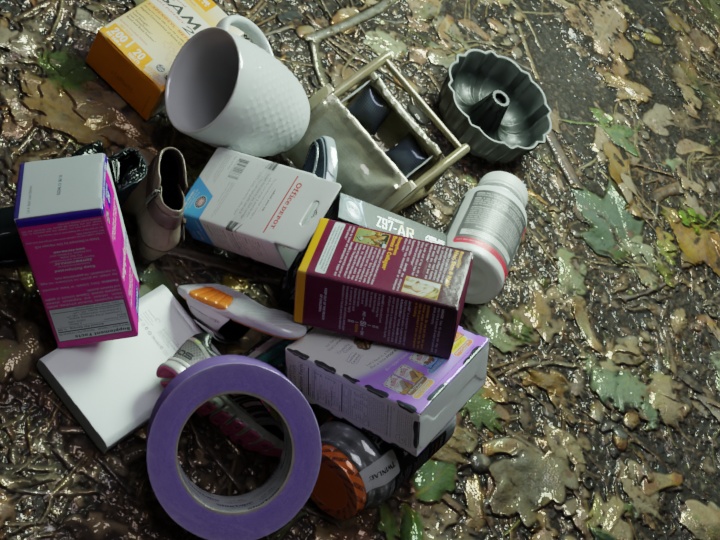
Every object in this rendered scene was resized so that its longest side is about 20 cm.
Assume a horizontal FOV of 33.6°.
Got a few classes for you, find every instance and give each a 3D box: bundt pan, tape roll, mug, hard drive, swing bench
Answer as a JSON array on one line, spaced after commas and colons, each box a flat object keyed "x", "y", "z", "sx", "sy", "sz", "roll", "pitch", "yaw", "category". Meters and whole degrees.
[{"x": 0.211, "y": -0.261, "z": 1.958, "sx": 0.199, "sy": 0.076, "sz": 0.204, "roll": 16, "pitch": 54, "yaw": -22, "category": "bundt pan"}, {"x": -0.146, "y": 0.201, "z": 1.364, "sx": 0.197, "sy": 0.085, "sz": 0.203, "roll": -1, "pitch": 93, "yaw": -11, "category": "tape roll"}, {"x": -0.159, "y": -0.257, "z": 1.649, "sx": 0.174, "sy": 0.146, "sz": 0.203, "roll": 19, "pitch": 60, "yaw": -49, "category": "mug"}, {"x": -0.275, "y": 0.115, "z": 1.452, "sx": 0.132, "sy": 0.027, "sz": 0.199, "roll": 50, "pitch": 48, "yaw": 7, "category": "hard drive"}, {"x": 0.016, "y": -0.181, "z": 1.754, "sx": 0.199, "sy": 0.130, "sz": 0.199, "roll": 49, "pitch": 49, "yaw": 6, "category": "swing bench"}]

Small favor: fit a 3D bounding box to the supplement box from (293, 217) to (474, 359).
[{"x": 0.028, "y": 0.020, "z": 1.447, "sx": 0.197, "sy": 0.086, "sz": 0.111, "roll": 13, "pitch": 41, "yaw": 7, "category": "supplement box"}]

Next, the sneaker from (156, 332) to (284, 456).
[{"x": -0.149, "y": 0.148, "z": 1.453, "sx": 0.199, "sy": 0.074, "sz": 0.088, "roll": 39, "pitch": 60, "yaw": -14, "category": "sneaker"}]

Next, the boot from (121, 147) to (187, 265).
[{"x": -0.264, "y": -0.110, "z": 1.527, "sx": 0.069, "sy": 0.146, "sz": 0.202, "roll": -2, "pitch": 60, "yaw": -29, "category": "boot"}]

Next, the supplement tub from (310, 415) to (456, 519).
[{"x": 0.021, "y": 0.215, "z": 1.497, "sx": 0.123, "sy": 0.123, "sz": 0.199, "roll": 48, "pitch": 48, "yaw": 6, "category": "supplement tub"}]

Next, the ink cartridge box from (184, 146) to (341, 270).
[{"x": -0.125, "y": -0.076, "z": 1.560, "sx": 0.198, "sy": 0.067, "sz": 0.117, "roll": 19, "pitch": 63, "yaw": 25, "category": "ink cartridge box"}]

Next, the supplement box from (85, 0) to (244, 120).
[{"x": -0.277, "y": -0.321, "z": 1.709, "sx": 0.126, "sy": 0.074, "sz": 0.200, "roll": 43, "pitch": 48, "yaw": 0, "category": "supplement box"}]

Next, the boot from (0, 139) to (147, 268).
[{"x": -0.367, "y": -0.084, "z": 1.435, "sx": 0.198, "sy": 0.168, "sz": 0.077, "roll": -9, "pitch": 64, "yaw": -34, "category": "boot"}]

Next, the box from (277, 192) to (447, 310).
[{"x": 0.000, "y": 0.000, "z": 1.575, "sx": 0.158, "sy": 0.200, "sz": 0.044, "roll": 19, "pitch": 48, "yaw": -17, "category": "box"}]

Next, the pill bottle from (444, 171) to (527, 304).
[{"x": 0.186, "y": -0.056, "z": 1.783, "sx": 0.110, "sy": 0.111, "sz": 0.201, "roll": 34, "pitch": 49, "yaw": -6, "category": "pill bottle"}]

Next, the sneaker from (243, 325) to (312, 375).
[{"x": -0.075, "y": 0.111, "z": 1.546, "sx": 0.198, "sy": 0.077, "sz": 0.081, "roll": -14, "pitch": 79, "yaw": -35, "category": "sneaker"}]

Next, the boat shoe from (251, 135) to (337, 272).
[{"x": -0.091, "y": -0.096, "z": 1.639, "sx": 0.090, "sy": 0.071, "sz": 0.203, "roll": 14, "pitch": 78, "yaw": -20, "category": "boat shoe"}]

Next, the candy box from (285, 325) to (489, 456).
[{"x": 0.033, "y": 0.117, "z": 1.467, "sx": 0.198, "sy": 0.072, "sz": 0.167, "roll": 23, "pitch": 41, "yaw": 28, "category": "candy box"}]

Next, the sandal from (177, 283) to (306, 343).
[{"x": -0.156, "y": 0.067, "z": 1.492, "sx": 0.205, "sy": 0.060, "sz": 0.079, "roll": 21, "pitch": 16, "yaw": 37, "category": "sandal"}]

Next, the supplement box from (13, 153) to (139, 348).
[{"x": -0.322, "y": -0.020, "z": 1.374, "sx": 0.102, "sy": 0.202, "sz": 0.102, "roll": -7, "pitch": 43, "yaw": -4, "category": "supplement box"}]
